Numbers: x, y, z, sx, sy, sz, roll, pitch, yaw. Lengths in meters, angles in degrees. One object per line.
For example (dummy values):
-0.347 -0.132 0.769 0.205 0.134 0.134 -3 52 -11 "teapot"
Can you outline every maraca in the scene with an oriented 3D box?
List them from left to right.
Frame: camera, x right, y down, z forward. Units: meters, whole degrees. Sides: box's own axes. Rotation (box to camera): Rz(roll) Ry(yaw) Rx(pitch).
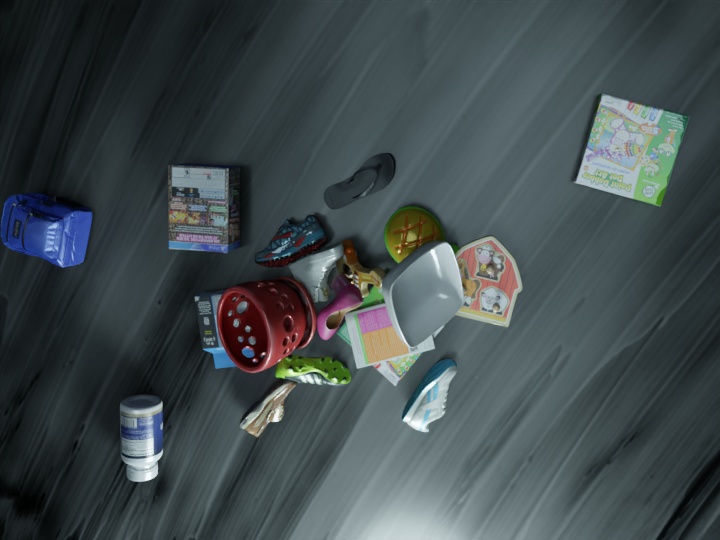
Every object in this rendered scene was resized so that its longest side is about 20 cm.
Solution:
0.143 -0.060 1.650 0.199 0.107 0.138 42 96 -11 "maraca"

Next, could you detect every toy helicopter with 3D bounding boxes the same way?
0.000 0.000 1.636 0.077 0.198 0.136 -23 105 -28 "toy helicopter"

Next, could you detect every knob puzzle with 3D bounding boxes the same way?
0.291 0.020 1.674 0.212 0.030 0.227 2 99 10 "knob puzzle"

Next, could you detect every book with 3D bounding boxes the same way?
0.070 0.143 1.683 0.194 0.048 0.138 -14 92 11 "book"

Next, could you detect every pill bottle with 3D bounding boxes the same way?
-0.576 0.442 1.850 0.107 0.111 0.207 4 100 9 "pill bottle"

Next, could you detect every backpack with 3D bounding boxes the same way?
-0.808 -0.115 1.773 0.195 0.168 0.167 18 95 10 "backpack"

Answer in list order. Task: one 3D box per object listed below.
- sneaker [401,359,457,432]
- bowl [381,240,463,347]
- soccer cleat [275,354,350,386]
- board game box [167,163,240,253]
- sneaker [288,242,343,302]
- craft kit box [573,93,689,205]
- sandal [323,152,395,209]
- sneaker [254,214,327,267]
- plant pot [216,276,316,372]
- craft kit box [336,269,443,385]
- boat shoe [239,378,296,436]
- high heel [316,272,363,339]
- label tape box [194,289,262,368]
0.183 0.305 1.723 0.080 0.077 0.202 32 109 -6 "sneaker"
0.132 0.044 1.578 0.198 0.074 0.204 -36 128 -22 "bowl"
-0.118 0.252 1.749 0.195 0.069 0.081 14 146 -24 "soccer cleat"
-0.382 -0.155 1.726 0.154 0.097 0.207 5 100 9 "board game box"
-0.087 0.011 1.681 0.198 0.073 0.118 -23 91 51 "sneaker"
0.599 -0.268 1.562 0.194 0.049 0.203 15 104 7 "craft kit box"
0.000 -0.207 1.680 0.197 0.043 0.077 -33 93 13 "sandal"
-0.176 -0.074 1.728 0.195 0.079 0.098 -21 72 14 "sneaker"
-0.218 0.116 1.667 0.196 0.180 0.207 14 113 36 "plant pot"
0.074 0.141 1.726 0.199 0.049 0.199 39 100 2 "craft kit box"
-0.226 0.349 1.800 0.072 0.076 0.200 43 109 -8 "boat shoe"
-0.049 0.111 1.648 0.096 0.066 0.204 49 140 34 "high heel"
-0.332 0.153 1.785 0.140 0.063 0.207 -6 98 11 "label tape box"
